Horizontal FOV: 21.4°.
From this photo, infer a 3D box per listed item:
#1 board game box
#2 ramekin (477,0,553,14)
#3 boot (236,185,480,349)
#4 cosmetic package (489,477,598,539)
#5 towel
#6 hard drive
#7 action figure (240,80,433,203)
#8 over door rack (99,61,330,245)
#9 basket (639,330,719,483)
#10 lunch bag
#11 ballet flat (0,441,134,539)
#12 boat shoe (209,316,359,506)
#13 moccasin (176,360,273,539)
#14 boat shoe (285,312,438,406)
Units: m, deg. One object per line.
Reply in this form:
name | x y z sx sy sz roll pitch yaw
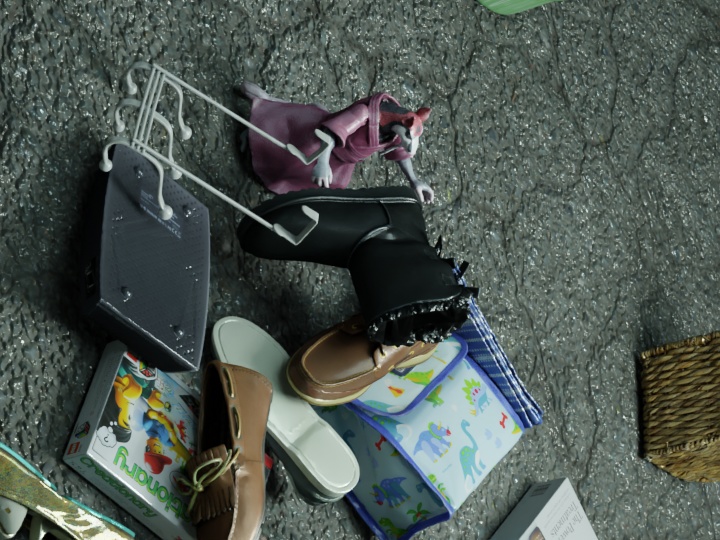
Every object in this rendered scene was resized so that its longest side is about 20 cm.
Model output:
board game box | -0.165 0.167 1.679 0.200 0.035 0.126 44 44 -32
ramekin | 0.187 -0.411 2.336 0.200 0.098 0.200 26 56 -44
boot | -0.001 0.001 1.781 0.198 0.073 0.163 -7 51 -20
cosmetic package | 0.198 0.338 2.058 0.200 0.052 0.151 -42 111 -51
towel | 0.095 0.082 1.960 0.024 0.145 0.200 -40 108 -35
hard drive | -0.191 -0.010 1.691 0.135 0.042 0.200 40 34 -35
action figure | -0.010 -0.133 1.874 0.134 0.200 0.149 18 60 -48
over door rack | -0.133 -0.099 1.729 0.200 0.067 0.148 22 35 -12
basket | 0.459 0.164 2.342 0.143 0.200 0.149 28 53 -41
lunch bag | 0.042 0.141 1.894 0.200 0.127 0.170 51 41 -1
ballet flat | -0.260 0.197 1.524 0.200 0.071 0.071 41 46 -34
boat shoe | -0.082 0.135 1.780 0.073 0.062 0.200 -32 81 -38
moccasin | -0.121 0.171 1.645 0.078 0.074 0.202 25 59 -33
boat shoe | 0.010 0.067 1.806 0.200 0.068 0.072 -22 67 -44
